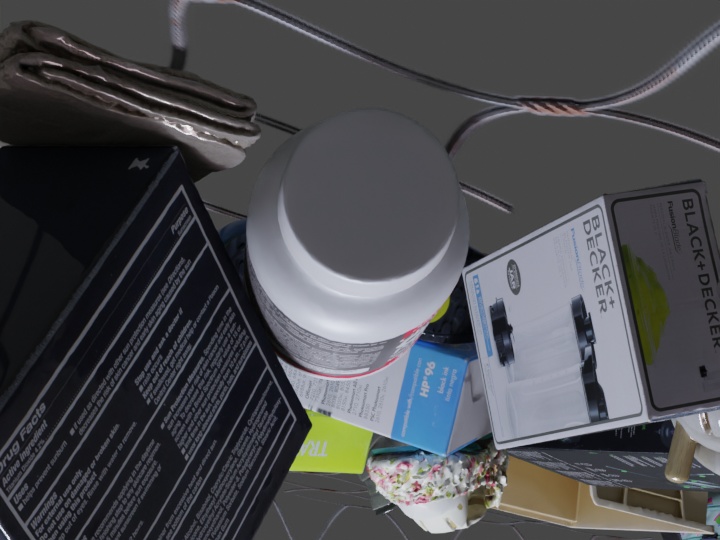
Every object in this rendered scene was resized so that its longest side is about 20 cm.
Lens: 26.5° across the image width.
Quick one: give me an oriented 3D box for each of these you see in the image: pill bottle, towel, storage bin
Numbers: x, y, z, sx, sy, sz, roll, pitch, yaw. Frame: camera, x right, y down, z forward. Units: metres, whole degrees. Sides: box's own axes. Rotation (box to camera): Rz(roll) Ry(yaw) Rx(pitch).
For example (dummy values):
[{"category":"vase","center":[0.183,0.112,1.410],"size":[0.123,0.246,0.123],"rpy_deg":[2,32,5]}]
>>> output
[{"category":"pill bottle","center":[-0.004,-0.013,0.773],"size":[0.109,0.112,0.200],"rpy_deg":[9,167,-3]},{"category":"towel","center":[-0.141,-0.075,0.772],"size":[0.131,0.035,0.199],"rpy_deg":[17,165,-28]},{"category":"storage bin","center":[0.231,0.209,1.588],"size":[0.197,0.095,0.199],"rpy_deg":[18,164,-36]}]

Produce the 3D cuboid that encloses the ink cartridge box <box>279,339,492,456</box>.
[{"category":"ink cartridge box","center":[-0.006,0.053,1.025],"size":[0.198,0.069,0.116],"rpy_deg":[17,-170,21]}]

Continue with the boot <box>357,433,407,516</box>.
[{"category":"boot","center":[-0.012,0.132,1.158],"size":[0.199,0.132,0.068],"rpy_deg":[-30,176,3]}]

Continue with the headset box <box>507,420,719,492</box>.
[{"category":"headset box","center":[0.226,0.112,1.186],"size":[0.198,0.094,0.173],"rpy_deg":[-3,162,38]}]

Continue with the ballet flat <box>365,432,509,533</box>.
[{"category":"ballet flat","center":[0.062,0.146,1.045],"size":[0.075,0.065,0.200],"rpy_deg":[-9,174,23]}]

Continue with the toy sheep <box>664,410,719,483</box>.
[{"category":"toy sheep","center":[0.243,0.070,0.917],"size":[0.137,0.140,0.199],"rpy_deg":[-3,171,40]}]

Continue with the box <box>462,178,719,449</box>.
[{"category":"box","center":[0.127,0.030,0.839],"size":[0.059,0.118,0.200],"rpy_deg":[-8,173,-19]}]

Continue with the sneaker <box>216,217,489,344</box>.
[{"category":"sneaker","center":[0.000,0.000,0.955],"size":[0.198,0.067,0.078],"rpy_deg":[8,-170,-13]}]

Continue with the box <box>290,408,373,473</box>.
[{"category":"box","center":[-0.103,0.091,1.021],"size":[0.198,0.048,0.122],"rpy_deg":[7,-167,-33]}]

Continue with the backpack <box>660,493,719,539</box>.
[{"category":"backpack","center":[0.465,0.304,1.767],"size":[0.199,0.128,0.166],"rpy_deg":[-9,155,44]}]

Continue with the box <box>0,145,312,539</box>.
[{"category":"box","center":[-0.141,0.076,0.744],"size":[0.122,0.201,0.200],"rpy_deg":[4,135,28]}]
